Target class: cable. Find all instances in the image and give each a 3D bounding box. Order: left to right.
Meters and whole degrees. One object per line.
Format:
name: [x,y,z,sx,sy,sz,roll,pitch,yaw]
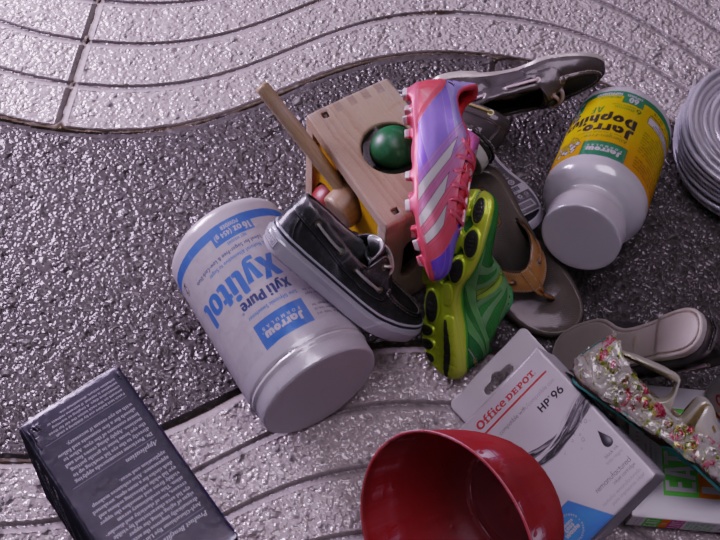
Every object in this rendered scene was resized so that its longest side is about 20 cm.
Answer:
cable: [0.452,-0.142,1.384,0.197,0.070,0.202,21,59,10]

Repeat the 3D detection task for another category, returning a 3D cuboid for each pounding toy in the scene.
pounding toy: [0.000,-0.090,1.250,0.141,0.201,0.185,-26,62,-18]

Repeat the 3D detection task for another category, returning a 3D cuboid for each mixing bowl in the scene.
mixing bowl: [0.106,0.223,1.084,0.107,0.202,0.201,-17,56,-43]

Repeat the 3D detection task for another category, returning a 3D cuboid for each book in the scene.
book: [0.352,0.188,1.191,0.196,0.048,0.136,5,60,-3]

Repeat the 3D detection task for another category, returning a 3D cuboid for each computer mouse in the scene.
computer mouse: [0.124,-0.099,1.359,0.108,0.044,0.201,-23,56,-21]

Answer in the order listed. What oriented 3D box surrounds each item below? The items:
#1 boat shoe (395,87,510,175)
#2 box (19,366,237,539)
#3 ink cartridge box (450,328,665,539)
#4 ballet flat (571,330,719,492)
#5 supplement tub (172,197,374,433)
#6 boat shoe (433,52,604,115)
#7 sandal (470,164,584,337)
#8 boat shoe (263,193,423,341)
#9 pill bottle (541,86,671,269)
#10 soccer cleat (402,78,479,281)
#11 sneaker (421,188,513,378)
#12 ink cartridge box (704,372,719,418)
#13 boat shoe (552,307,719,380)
boat shoe: [0.076,-0.159,1.304,0.061,0.072,0.200,-47,44,-14]
box: [-0.199,0.215,1.081,0.104,0.149,0.200,-32,65,-22]
ink cartridge box: [0.174,0.157,1.154,0.116,0.068,0.200,-46,66,9]
ballet flat: [0.283,0.130,1.123,0.199,0.076,0.064,37,98,-8]
supplement tub: [-0.088,0.041,1.205,0.131,0.133,0.201,-26,62,-18]
boat shoe: [0.174,-0.192,1.355,0.196,0.067,0.058,-8,68,5]
sandal: [0.160,-0.019,1.263,0.081,0.055,0.202,-27,91,6]
boat shoe: [0.000,0.000,1.162,0.071,0.199,0.073,-44,36,17]
pill bottle: [0.256,-0.096,1.298,0.111,0.114,0.201,21,47,10]
soccer cleat: [0.079,-0.089,1.144,0.075,0.067,0.203,-6,66,6]
sneaker: [0.107,0.008,1.212,0.083,0.203,0.074,-20,38,-37]
ink cartridge box: [0.442,0.141,1.119,0.143,0.148,0.202,-19,65,-17]
boat shoe: [0.270,0.081,1.193,0.057,0.199,0.068,29,65,-28]
